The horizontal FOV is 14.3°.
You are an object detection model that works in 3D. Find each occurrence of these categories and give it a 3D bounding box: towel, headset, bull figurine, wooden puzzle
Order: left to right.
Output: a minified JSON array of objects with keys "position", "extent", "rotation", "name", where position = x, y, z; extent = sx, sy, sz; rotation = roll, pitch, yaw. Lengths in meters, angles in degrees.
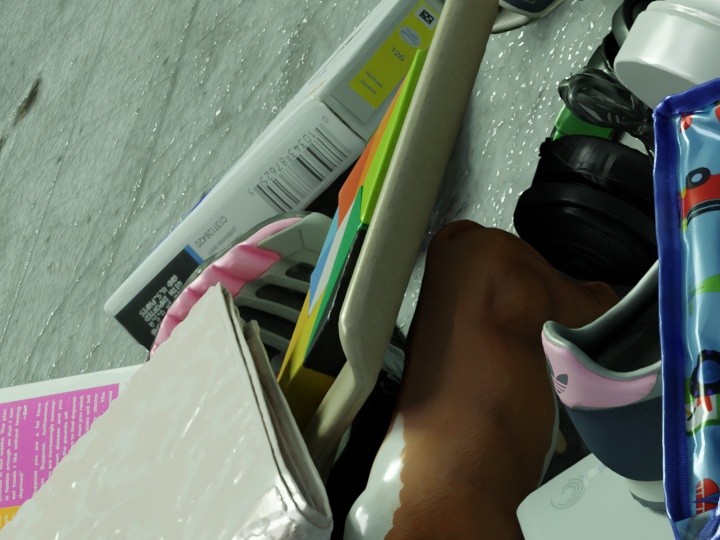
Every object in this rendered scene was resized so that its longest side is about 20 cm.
[{"position":[-0.094,0.122,1.127],"extent":[0.200,0.032,0.191],"rotation":[-49,25,13],"name":"towel"},{"position":[0.000,0.000,1.173],"extent":[0.200,0.037,0.186],"rotation":[111,178,-60],"name":"wooden puzzle"},{"position":[0.049,0.078,1.094],"extent":[0.065,0.121,0.201],"rotation":[-27,42,55],"name":"bull figurine"},{"position":[0.101,-0.059,1.164],"extent":[0.124,0.094,0.200],"rotation":[-63,12,3],"name":"headset"}]

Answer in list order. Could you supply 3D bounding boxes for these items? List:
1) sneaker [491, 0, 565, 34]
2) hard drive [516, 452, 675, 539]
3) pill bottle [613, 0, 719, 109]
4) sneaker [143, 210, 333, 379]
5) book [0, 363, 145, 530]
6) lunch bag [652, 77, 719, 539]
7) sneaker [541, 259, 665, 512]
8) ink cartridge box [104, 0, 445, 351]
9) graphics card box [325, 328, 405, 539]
[{"position":[0.060,-0.149,1.253],"extent":[0.200,0.067,0.090],"rotation":[-154,86,-80],"name":"sneaker"},{"position":[0.130,0.109,0.957],"extent":[0.131,0.026,0.200],"rotation":[-34,31,10],"name":"hard drive"},{"position":[0.177,-0.138,1.035],"extent":[0.201,0.112,0.112],"rotation":[-59,22,-7],"name":"pill bottle"},{"position":[-0.071,0.046,1.333],"extent":[0.200,0.079,0.096],"rotation":[-54,13,19],"name":"sneaker"},{"position":[-0.121,0.113,1.272],"extent":[0.199,0.048,0.135],"rotation":[-10,78,42],"name":"book"},{"position":[0.162,0.043,0.851],"extent":[0.094,0.150,0.201],"rotation":[-36,35,47],"name":"lunch bag"},{"position":[0.149,-0.009,0.976],"extent":[0.200,0.082,0.070],"rotation":[-44,28,0],"name":"sneaker"},{"position":[-0.026,-0.068,1.477],"extent":[0.198,0.047,0.200],"rotation":[-44,3,39],"name":"ink cartridge box"},{"position":[-0.027,0.075,1.352],"extent":[0.126,0.051,0.200],"rotation":[-58,25,11],"name":"graphics card box"}]
